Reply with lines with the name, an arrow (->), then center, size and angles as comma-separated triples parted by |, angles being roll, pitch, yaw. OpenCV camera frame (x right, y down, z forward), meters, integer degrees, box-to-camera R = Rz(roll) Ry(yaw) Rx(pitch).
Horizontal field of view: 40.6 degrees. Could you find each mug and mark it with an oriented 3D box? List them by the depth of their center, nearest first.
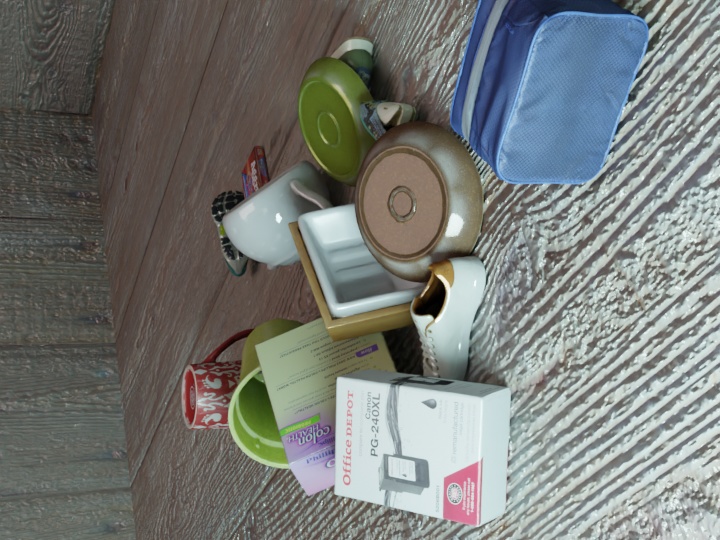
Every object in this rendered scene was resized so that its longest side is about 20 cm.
mug -> -0.211, 0.204, 1.712 | 0.178, 0.197, 0.135 | -121, 39, -48

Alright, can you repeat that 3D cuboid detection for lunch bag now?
lunch bag -> 0.175, -0.185, 0.960 | 0.133, 0.134, 0.203 | -121, 38, -49

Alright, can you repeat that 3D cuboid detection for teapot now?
teapot -> -0.117, -0.075, 1.584 | 0.147, 0.196, 0.200 | 56, -167, -8

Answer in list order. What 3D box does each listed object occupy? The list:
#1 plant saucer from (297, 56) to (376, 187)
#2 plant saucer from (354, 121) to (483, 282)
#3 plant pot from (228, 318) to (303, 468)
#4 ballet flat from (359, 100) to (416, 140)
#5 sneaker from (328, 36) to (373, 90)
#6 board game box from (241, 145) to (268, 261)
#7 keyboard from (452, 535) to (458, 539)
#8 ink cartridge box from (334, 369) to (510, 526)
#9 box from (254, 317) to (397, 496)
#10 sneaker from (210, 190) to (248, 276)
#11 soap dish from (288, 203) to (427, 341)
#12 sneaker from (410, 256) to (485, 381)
plant saucer -> -0.038, -0.215, 1.452 | 0.199, 0.031, 0.203 | 38, 141, 38
plant saucer -> 0.061, -0.084, 1.219 | 0.198, 0.036, 0.204 | 6, 99, 39
plant pot -> -0.119, 0.177, 1.555 | 0.185, 0.197, 0.204 | -114, 33, -62
ballet flat -> 0.061, -0.180, 1.293 | 0.201, 0.073, 0.075 | 59, 141, 34
sneaker -> -0.038, -0.269, 1.501 | 0.200, 0.066, 0.091 | -38, 50, 55
board game box -> -0.200, -0.132, 1.910 | 0.103, 0.019, 0.203 | 130, 135, -52
keyboard -> 0.100, 0.429, 1.252 | 0.057, 0.010, 0.202 | -119, 38, -47
ink cartridge box -> 0.068, 0.201, 1.138 | 0.197, 0.083, 0.148 | 3, 94, 33
box -> -0.030, 0.169, 1.325 | 0.097, 0.173, 0.202 | 68, 179, -50
sneaker -> -0.262, -0.078, 1.982 | 0.080, 0.076, 0.203 | 93, 170, -53
soap dish -> 0.000, 0.000, 1.327 | 0.082, 0.155, 0.202 | 93, 161, -47
sneaker -> 0.090, 0.076, 1.200 | 0.073, 0.083, 0.203 | 44, 130, 55
